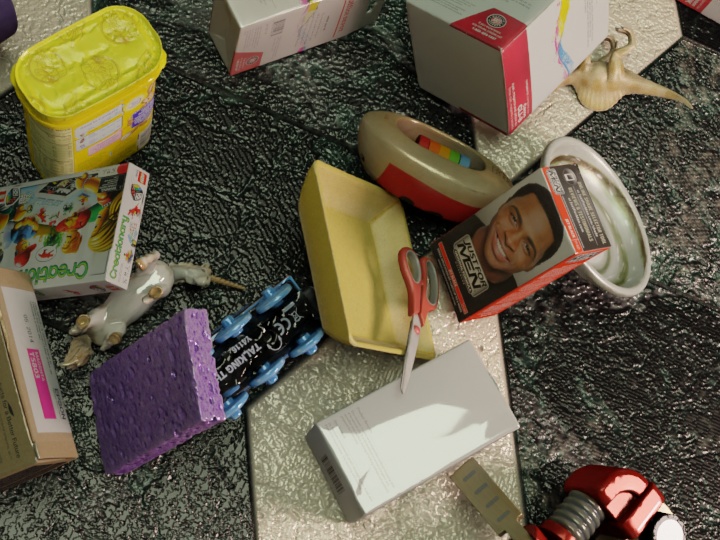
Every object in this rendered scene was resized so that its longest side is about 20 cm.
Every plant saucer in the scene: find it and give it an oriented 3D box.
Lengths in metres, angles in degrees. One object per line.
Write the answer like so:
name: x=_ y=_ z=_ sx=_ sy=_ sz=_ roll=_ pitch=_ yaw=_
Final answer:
plant saucer: x=0.257 y=-0.055 z=1.448 sx=0.200 sy=0.050 sz=0.201 roll=29 pitch=45 yaw=-35
plant saucer: x=0.000 y=0.000 z=1.358 sx=0.048 sy=0.200 sz=0.201 roll=-20 pitch=73 yaw=26

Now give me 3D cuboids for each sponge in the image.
sponge: x=-0.206 y=0.124 z=1.250 sx=0.030 sy=0.200 sz=0.112 roll=1 pitch=68 yaw=-40

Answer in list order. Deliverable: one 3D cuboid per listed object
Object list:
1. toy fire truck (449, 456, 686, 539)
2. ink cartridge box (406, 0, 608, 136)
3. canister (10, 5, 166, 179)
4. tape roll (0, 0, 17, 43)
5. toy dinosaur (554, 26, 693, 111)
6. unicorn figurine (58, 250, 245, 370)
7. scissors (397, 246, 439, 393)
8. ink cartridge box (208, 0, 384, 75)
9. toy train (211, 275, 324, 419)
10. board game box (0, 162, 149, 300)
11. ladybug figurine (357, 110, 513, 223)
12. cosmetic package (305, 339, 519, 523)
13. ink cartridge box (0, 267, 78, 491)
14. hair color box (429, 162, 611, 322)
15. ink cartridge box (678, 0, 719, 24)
toy fire truck: x=0.210 y=0.260 z=1.323 sx=0.176 sy=0.129 sz=0.200 roll=-46 pitch=106 yaw=-21
ink cartridge box: x=0.176 y=-0.293 z=1.464 sx=0.145 sy=0.145 sz=0.200 roll=34 pitch=67 yaw=30
canister: x=-0.284 y=-0.175 z=1.322 sx=0.148 sy=0.200 sz=0.087 roll=-34 pitch=81 yaw=-20
tape roll: x=-0.459 y=-0.313 z=1.332 sx=0.085 sy=0.200 sz=0.200 roll=-40 pitch=83 yaw=-20
toy dinosaur: x=0.308 y=-0.246 z=1.556 sx=0.199 sy=0.058 sz=0.102 roll=6 pitch=86 yaw=-1
unicorn figurine: x=-0.228 y=0.029 z=1.320 sx=0.199 sy=0.137 sz=0.074 roll=-26 pitch=90 yaw=-4
scissors: x=0.065 y=0.060 z=1.371 sx=0.073 sy=0.014 sz=0.201 roll=41 pitch=37 yaw=-42
ink cartridge box: x=-0.069 y=-0.309 z=1.456 sx=0.199 sy=0.117 sz=0.068 roll=-23 pitch=78 yaw=-19
toy train: x=-0.125 y=0.086 z=1.316 sx=0.200 sy=0.114 sz=0.087 roll=-40 pitch=99 yaw=-21
board game box: x=-0.309 y=-0.035 z=1.293 sx=0.035 sy=0.199 sz=0.127 roll=31 pitch=59 yaw=-49
ladybug figurine: x=0.082 y=-0.111 z=1.430 sx=0.199 sy=0.136 sz=0.072 roll=26 pitch=113 yaw=-5
cosmetic package: x=0.055 y=0.171 z=1.345 sx=0.199 sy=0.081 sz=0.113 roll=-25 pitch=79 yaw=-19
ink cartridge box: x=-0.383 y=0.118 z=1.235 sx=0.164 sy=0.075 sz=0.201 roll=-22 pitch=76 yaw=17
hair color box: x=0.169 y=-0.027 z=1.365 sx=0.061 sy=0.200 sz=0.102 roll=-9 pitch=72 yaw=-39
ink cartridge box: x=0.524 y=-0.375 z=1.617 sx=0.199 sy=0.084 sz=0.145 roll=29 pitch=68 yaw=0
